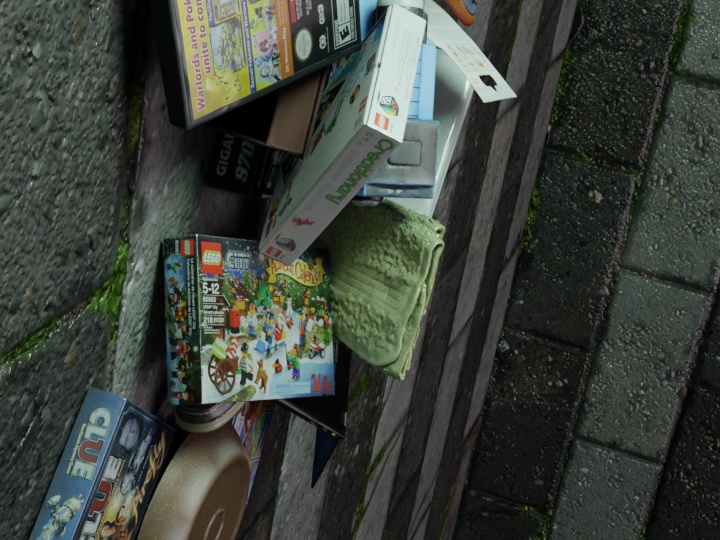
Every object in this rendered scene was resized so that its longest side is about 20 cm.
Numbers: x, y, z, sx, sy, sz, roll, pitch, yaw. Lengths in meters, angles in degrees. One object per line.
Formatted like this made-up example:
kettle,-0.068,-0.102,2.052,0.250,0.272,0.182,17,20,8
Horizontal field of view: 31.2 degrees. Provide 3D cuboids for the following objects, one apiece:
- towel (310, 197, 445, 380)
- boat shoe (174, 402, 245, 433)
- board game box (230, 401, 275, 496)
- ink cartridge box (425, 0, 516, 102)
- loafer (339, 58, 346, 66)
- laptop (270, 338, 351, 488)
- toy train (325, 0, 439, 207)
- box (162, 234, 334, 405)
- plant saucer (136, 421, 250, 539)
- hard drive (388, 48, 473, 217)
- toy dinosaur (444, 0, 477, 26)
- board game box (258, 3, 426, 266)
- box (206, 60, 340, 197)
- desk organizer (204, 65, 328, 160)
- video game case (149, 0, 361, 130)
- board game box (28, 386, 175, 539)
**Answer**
towel,0.000,0.000,1.195,0.036,0.200,0.149,7,105,-37
boat shoe,-0.120,0.056,1.177,0.066,0.071,0.201,80,27,-42
board game box,-0.125,0.149,1.320,0.135,0.034,0.201,24,82,-77
ink cartridge box,0.063,-0.234,1.296,0.047,0.200,0.160,-42,175,20
loafer,-0.009,-0.212,1.317,0.070,0.070,0.200,52,34,-19
laptop,-0.069,0.096,1.348,0.200,0.116,0.188,35,46,-37
toy train,0.020,-0.154,1.126,0.114,0.086,0.201,-164,-103,-65
box,-0.092,0.044,1.117,0.200,0.038,0.137,4,82,-59
plant saucer,-0.147,0.232,1.178,0.200,0.037,0.201,19,90,-75
hard drive,0.041,-0.154,1.425,0.026,0.131,0.201,49,59,-74
toy dinosaur,0.067,-0.322,1.330,0.199,0.105,0.182,-24,129,-12
board game box,-0.017,-0.104,1.028,0.200,0.034,0.127,-45,-153,51
box,-0.068,-0.165,1.159,0.159,0.046,0.201,-11,117,-75
desk organizer,-0.062,-0.198,1.032,0.072,0.077,0.201,-139,-118,-73
video game case,-0.074,-0.223,0.905,0.180,0.025,0.201,-32,131,-37
board game box,-0.215,0.204,1.024,0.136,0.034,0.201,62,46,-71
